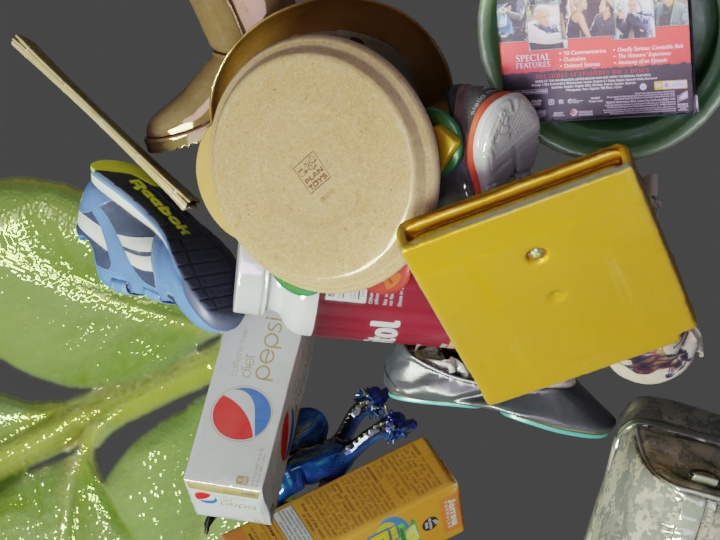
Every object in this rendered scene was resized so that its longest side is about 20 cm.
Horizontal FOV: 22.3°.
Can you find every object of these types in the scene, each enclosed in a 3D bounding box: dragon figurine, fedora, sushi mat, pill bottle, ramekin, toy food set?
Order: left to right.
[{"bbox_3d":[-0.210,-0.122,1.515,0.200,0.096,0.012,44,92,1],"label":"sushi mat"},{"bbox_3d":[-0.049,0.155,1.539,0.059,0.199,0.100,55,143,34],"label":"dragon figurine"},{"bbox_3d":[-0.026,-0.075,1.356,0.198,0.049,0.200,41,116,13],"label":"toy food set"},{"bbox_3d":[-0.018,-0.118,1.439,0.199,0.082,0.201,-6,127,-8],"label":"fedora"},{"bbox_3d":[0.000,0.000,1.467,0.199,0.113,0.114,5,108,-5],"label":"pill bottle"},{"bbox_3d":[0.194,-0.191,1.398,0.199,0.098,0.201,4,106,13],"label":"ramekin"}]

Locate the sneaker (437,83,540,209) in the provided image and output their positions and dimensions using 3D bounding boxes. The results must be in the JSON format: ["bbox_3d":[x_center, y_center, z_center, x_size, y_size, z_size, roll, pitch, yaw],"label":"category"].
[{"bbox_3d":[0.084,-0.050,1.385,0.082,0.077,0.201,31,122,41],"label":"sneaker"}]

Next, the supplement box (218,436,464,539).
[{"bbox_3d":[-0.013,0.219,1.527,0.199,0.069,0.067,-26,134,-15],"label":"supplement box"}]

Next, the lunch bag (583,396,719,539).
[{"bbox_3d":[0.249,0.226,1.469,0.139,0.168,0.201,17,110,8],"label":"lunch bag"}]

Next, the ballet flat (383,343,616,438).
[{"bbox_3d":[0.116,0.089,1.516,0.199,0.073,0.074,11,108,13],"label":"ballet flat"}]

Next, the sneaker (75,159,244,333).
[{"bbox_3d":[-0.169,-0.007,1.531,0.200,0.074,0.082,46,117,29],"label":"sneaker"}]

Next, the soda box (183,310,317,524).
[{"bbox_3d":[-0.086,0.103,1.502,0.068,0.201,0.064,7,149,10],"label":"soda box"}]

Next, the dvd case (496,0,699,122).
[{"bbox_3d":[0.169,-0.210,1.334,0.145,0.022,0.201,-3,106,15],"label":"dvd case"}]

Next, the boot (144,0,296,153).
[{"bbox_3d":[-0.130,-0.215,1.490,0.174,0.066,0.201,-22,101,6],"label":"boot"}]

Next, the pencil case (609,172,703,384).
[{"bbox_3d":[0.209,0.005,1.419,0.089,0.078,0.200,-1,141,26],"label":"pencil case"}]

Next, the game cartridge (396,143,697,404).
[{"bbox_3d":[0.141,0.008,1.338,0.175,0.033,0.200,-19,137,11],"label":"game cartridge"}]
